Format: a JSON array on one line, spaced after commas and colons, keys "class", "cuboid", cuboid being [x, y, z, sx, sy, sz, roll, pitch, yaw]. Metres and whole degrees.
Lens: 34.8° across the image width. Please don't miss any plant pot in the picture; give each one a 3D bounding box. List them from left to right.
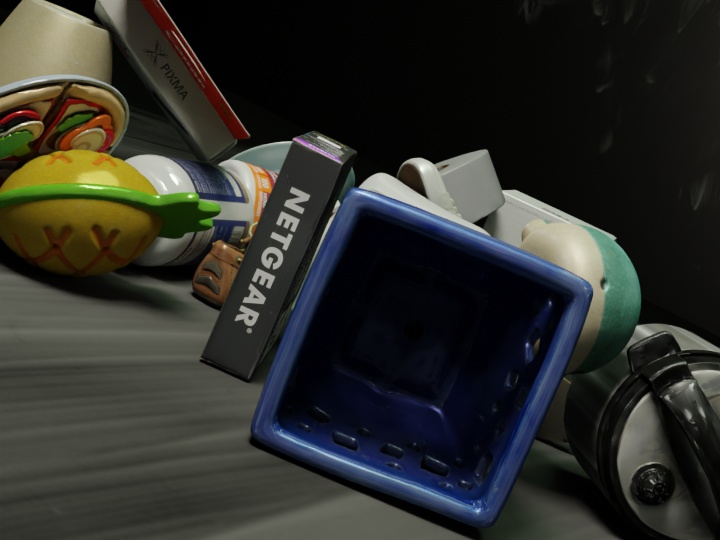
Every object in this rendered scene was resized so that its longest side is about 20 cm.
[{"class": "plant pot", "cuboid": [-0.335, -0.171, 1.186, 0.186, 0.202, 0.187, 22, 10, -4]}, {"class": "plant pot", "cuboid": [0.042, 0.058, 0.901, 0.198, 0.202, 0.180, 22, 4, -3]}]

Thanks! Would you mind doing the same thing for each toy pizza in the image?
[{"class": "toy pizza", "cuboid": [-0.296, -0.101, 1.022, 0.200, 0.199, 0.032, 5, 52, -61]}]

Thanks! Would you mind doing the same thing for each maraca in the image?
[{"class": "maraca", "cuboid": [-0.224, -0.049, 1.009, 0.198, 0.108, 0.137, 1, -11, -16]}]

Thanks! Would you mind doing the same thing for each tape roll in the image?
[{"class": "tape roll", "cuboid": [0.068, -0.076, 1.355, 0.200, 0.198, 0.067, -90, 158, -81]}]

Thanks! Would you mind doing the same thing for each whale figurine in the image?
[{"class": "whale figurine", "cuboid": [0.173, 0.035, 1.025, 0.103, 0.161, 0.200, 6, -17, -21]}]

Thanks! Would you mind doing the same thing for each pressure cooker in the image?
[{"class": "pressure cooker", "cuboid": [0.283, 0.149, 1.019, 0.174, 0.180, 0.200, 22, 6, -6]}]

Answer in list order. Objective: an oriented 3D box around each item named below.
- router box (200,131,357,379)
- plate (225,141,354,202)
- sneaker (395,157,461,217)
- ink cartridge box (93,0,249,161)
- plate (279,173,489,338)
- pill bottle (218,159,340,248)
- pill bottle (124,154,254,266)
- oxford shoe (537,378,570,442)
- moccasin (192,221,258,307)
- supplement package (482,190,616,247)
[{"class": "router box", "cuboid": [-0.068, -0.019, 1.007, 0.051, 0.202, 0.149, 24, 10, 0]}, {"class": "plate", "cuboid": [-0.103, -0.094, 1.475, 0.199, 0.200, 0.026, 16, 50, -38]}, {"class": "sneaker", "cuboid": [0.093, -0.036, 1.203, 0.084, 0.202, 0.073, -30, 32, -25]}, {"class": "ink cartridge box", "cuboid": [-0.196, -0.204, 1.175, 0.201, 0.043, 0.173, 56, -8, -13]}, {"class": "plate", "cuboid": [0.000, 0.000, 1.094, 0.032, 0.200, 0.199, 48, -8, -38]}, {"class": "pill bottle", "cuboid": [-0.094, -0.057, 1.405, 0.199, 0.114, 0.113, 15, 13, -40]}, {"class": "pill bottle", "cuboid": [-0.199, -0.060, 1.182, 0.110, 0.112, 0.200, 27, 10, 19]}, {"class": "oxford shoe", "cuboid": [0.158, 0.118, 1.211, 0.198, 0.072, 0.071, 25, 6, 18]}, {"class": "moccasin", "cuboid": [-0.104, -0.006, 1.212, 0.073, 0.078, 0.201, 29, 11, 28]}, {"class": "supplement package", "cuboid": [0.213, 0.020, 1.460, 0.151, 0.202, 0.151, 26, 10, 12]}]
